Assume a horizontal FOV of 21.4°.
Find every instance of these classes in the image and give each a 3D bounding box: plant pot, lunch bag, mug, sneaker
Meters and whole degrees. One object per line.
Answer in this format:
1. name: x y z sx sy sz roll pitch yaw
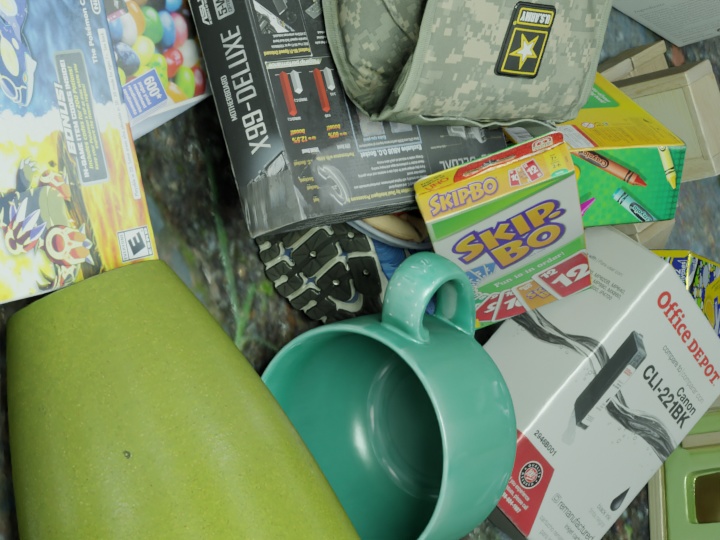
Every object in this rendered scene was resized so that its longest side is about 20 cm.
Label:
1. plant pot: -0.114 0.104 1.023 0.186 0.186 0.202 -17 82 -51
2. lunch bag: 0.063 -0.181 1.125 0.163 0.117 0.202 -3 81 -44
3. mug: 0.032 0.094 1.182 0.114 0.185 0.153 -9 65 -54
4. sneaker: 0.000 0.000 1.268 0.201 0.078 0.089 54 24 -22

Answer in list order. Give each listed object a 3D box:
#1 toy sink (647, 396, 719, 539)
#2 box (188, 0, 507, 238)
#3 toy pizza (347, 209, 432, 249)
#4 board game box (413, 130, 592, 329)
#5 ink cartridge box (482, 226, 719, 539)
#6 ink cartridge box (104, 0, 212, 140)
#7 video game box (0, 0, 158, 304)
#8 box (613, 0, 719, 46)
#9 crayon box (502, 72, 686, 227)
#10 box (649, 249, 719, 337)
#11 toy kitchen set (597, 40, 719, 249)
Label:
1. toy sink: 0.311 0.150 1.552 0.112 0.130 0.202 18 67 -46
2. box: -0.001 -0.112 1.155 0.199 0.050 0.159 -12 86 -46
3. toy pizza: -0.003 -0.100 1.248 0.200 0.032 0.201 36 30 -24
4. board game box: 0.092 -0.021 1.192 0.200 0.095 0.030 67 4 -62
5. ink cartridge box: 0.153 0.089 1.322 0.200 0.084 0.144 -49 134 -8
6. ink cartridge box: -0.121 -0.156 1.133 0.199 0.042 0.120 -35 107 -33
7. video game box: -0.199 -0.082 0.996 0.181 0.047 0.202 -16 95 -49
8. box: 0.265 -0.304 1.640 0.199 0.106 0.154 19 66 -47
9. crayon box: 0.123 -0.097 1.313 0.118 0.200 0.059 -5 119 -21
10. box: 0.254 0.027 1.518 0.200 0.064 0.071 12 81 -66
11. toy kitchen set: 0.252 -0.088 1.503 0.199 0.179 0.165 -30 105 -46
